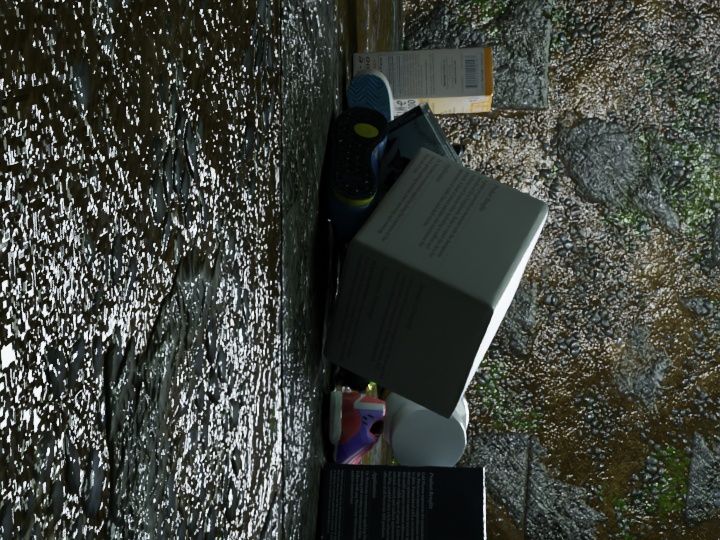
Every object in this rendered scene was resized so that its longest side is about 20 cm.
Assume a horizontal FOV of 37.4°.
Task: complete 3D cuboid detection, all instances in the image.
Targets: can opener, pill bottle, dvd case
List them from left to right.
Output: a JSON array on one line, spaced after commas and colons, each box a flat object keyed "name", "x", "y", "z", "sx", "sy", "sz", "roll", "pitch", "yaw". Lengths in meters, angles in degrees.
[{"name": "can opener", "x": -0.002, "y": 0.136, "z": 1.423, "sx": 0.200, "sy": 0.078, "sz": 0.064, "roll": 115, "pitch": -30, "yaw": -77}, {"name": "dvd case", "x": 0.075, "y": -0.091, "z": 1.317, "sx": 0.022, "sy": 0.146, "sz": 0.201, "roll": -37, "pitch": 100, "yaw": -48}, {"name": "pill bottle", "x": 0.080, "y": 0.173, "z": 1.385, "sx": 0.200, "sy": 0.116, "sz": 0.117, "roll": -93, "pitch": -177, "yaw": -69}]

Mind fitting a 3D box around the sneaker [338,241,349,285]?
[{"name": "sneaker", "x": 0.000, "y": 0.000, "z": 1.382, "sx": 0.077, "sy": 0.078, "sz": 0.201, "roll": 133, "pitch": -37, "yaw": -57}]

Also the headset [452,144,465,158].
[{"name": "headset", "x": 0.112, "y": -0.132, "z": 1.507, "sx": 0.094, "sy": 0.123, "sz": 0.200, "roll": -48, "pitch": -178, "yaw": 16}]

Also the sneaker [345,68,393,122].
[{"name": "sneaker", "x": 0.017, "y": -0.170, "z": 1.432, "sx": 0.081, "sy": 0.076, "sz": 0.201, "roll": -78, "pitch": 171, "yaw": -68}]

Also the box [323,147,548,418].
[{"name": "box", "x": 0.085, "y": 0.012, "z": 1.215, "sx": 0.199, "sy": 0.171, "sz": 0.201, "roll": -55, "pitch": 165, "yaw": -44}]

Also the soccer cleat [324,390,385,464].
[{"name": "soccer cleat", "x": -0.003, "y": 0.206, "z": 1.333, "sx": 0.200, "sy": 0.073, "sz": 0.069, "roll": 85, "pitch": 7, "yaw": -61}]

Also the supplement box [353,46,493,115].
[{"name": "supplement box", "x": 0.092, "y": -0.272, "z": 1.553, "sx": 0.126, "sy": 0.199, "sz": 0.074, "roll": 23, "pitch": 65, "yaw": -84}]

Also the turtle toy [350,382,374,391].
[{"name": "turtle toy", "x": 0.040, "y": 0.116, "z": 1.593, "sx": 0.200, "sy": 0.145, "sz": 0.102, "roll": 7, "pitch": 65, "yaw": -85}]

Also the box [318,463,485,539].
[{"name": "box", "x": 0.053, "y": 0.326, "z": 1.321, "sx": 0.200, "sy": 0.195, "sz": 0.125, "roll": 85, "pitch": 8, "yaw": -63}]

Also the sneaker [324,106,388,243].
[{"name": "sneaker", "x": -0.009, "y": -0.113, "z": 1.227, "sx": 0.201, "sy": 0.066, "sz": 0.079, "roll": -83, "pitch": -176, "yaw": -48}]
